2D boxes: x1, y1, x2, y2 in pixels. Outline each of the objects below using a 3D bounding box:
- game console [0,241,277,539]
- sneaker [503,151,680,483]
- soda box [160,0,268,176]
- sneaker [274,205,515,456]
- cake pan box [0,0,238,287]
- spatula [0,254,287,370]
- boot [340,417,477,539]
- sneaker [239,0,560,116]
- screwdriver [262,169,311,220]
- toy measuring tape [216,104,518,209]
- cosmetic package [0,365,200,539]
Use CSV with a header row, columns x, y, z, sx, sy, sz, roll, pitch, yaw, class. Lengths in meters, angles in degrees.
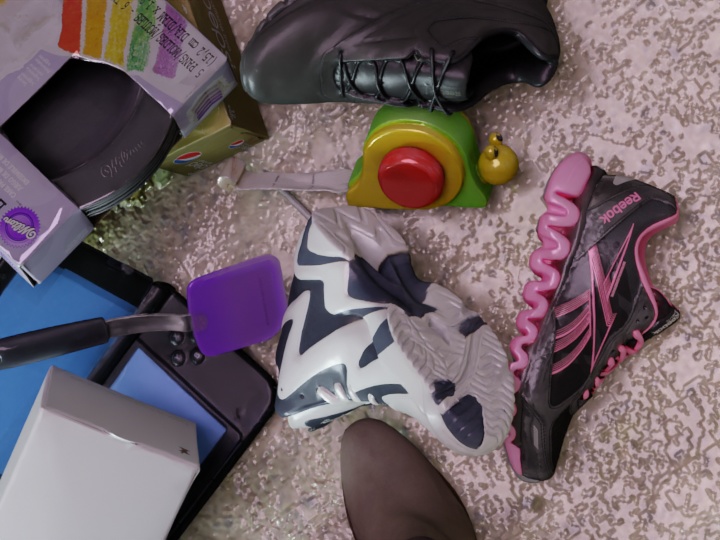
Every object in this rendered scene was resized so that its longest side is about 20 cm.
x,y,z,sx,sy,sz,roll,pitch,yaw,class
-0.184,0.100,1.174,0.171,0.118,0.200,40,100,18,game console
0.140,0.034,1.092,0.095,0.079,0.201,13,92,9,sneaker
-0.131,-0.168,1.205,0.067,0.064,0.201,-23,79,17,soda box
0.010,0.069,1.100,0.199,0.079,0.130,47,129,32,sneaker
-0.203,-0.118,1.134,0.184,0.052,0.200,-45,76,-6,cake pan box
-0.143,0.036,1.141,0.199,0.021,0.057,-11,112,-2,spatula
0.038,0.173,1.069,0.070,0.146,0.201,-30,80,1,boot
0.026,-0.132,1.095,0.199,0.076,0.091,-14,48,-4,sneaker
0.000,0.000,1.163,0.200,0.029,0.028,45,100,17,screwdriver
0.001,-0.077,1.143,0.199,0.074,0.074,4,87,17,toy measuring tape
-0.187,0.176,1.140,0.107,0.085,0.201,24,100,-12,cosmetic package
